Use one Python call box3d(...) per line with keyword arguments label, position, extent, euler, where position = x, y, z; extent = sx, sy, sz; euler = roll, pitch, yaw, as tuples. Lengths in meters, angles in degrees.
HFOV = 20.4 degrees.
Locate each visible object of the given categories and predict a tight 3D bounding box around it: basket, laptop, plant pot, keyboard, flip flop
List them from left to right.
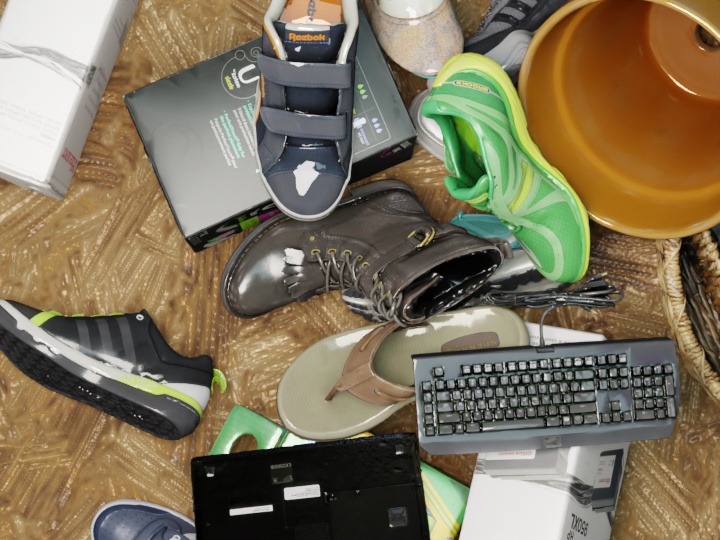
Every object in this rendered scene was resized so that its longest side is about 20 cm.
box3d(label="laptop", position=(-0.031, 0.242, 1.510), extent=(0.175, 0.104, 0.202), euler=(-7, 61, -2))
box3d(label="flip flop", position=(0.030, 0.071, 1.500), extent=(0.198, 0.058, 0.082), euler=(-14, 73, 6))
box3d(label="keyboard", position=(0.136, 0.067, 1.477), extent=(0.198, 0.021, 0.128), euler=(-4, 80, -7))
box3d(label="plant pot", position=(0.249, -0.154, 1.556), extent=(0.199, 0.183, 0.202), euler=(16, 124, 24))
box3d(label="basket", position=(0.323, 0.031, 1.584), extent=(0.142, 0.149, 0.201), euler=(-24, 89, -3))

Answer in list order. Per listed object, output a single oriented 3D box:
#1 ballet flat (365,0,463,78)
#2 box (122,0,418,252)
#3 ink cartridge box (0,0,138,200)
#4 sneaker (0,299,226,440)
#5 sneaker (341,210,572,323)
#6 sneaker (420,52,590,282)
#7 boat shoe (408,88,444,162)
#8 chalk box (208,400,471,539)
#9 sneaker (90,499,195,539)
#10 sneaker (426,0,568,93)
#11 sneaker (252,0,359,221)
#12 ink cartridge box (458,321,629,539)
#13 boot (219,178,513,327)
box3d(label="ballet flat", position=(0.029, -0.233, 1.572), extent=(0.068, 0.068, 0.201), euler=(-19, 47, -5))
box3d(label="box", position=(-0.068, -0.113, 1.577), extent=(0.199, 0.149, 0.125), euler=(-24, 87, -3))
box3d(label="ink cartridge box", position=(-0.242, -0.166, 1.574), extent=(0.084, 0.146, 0.202), euler=(19, 87, -2))
box3d(label="sneaker", position=(-0.205, 0.065, 1.618), extent=(0.199, 0.072, 0.083), euler=(28, 63, -2))
box3d(label="sneaker", position=(0.081, -0.005, 1.626), extent=(0.198, 0.078, 0.080), euler=(-12, 60, 1))
box3d(label="sneaker", position=(0.105, -0.067, 1.523), extent=(0.084, 0.074, 0.201), euler=(-44, 111, -28))
box3d(label="boat shoe", position=(0.134, -0.103, 1.622), extent=(0.198, 0.069, 0.071), euler=(19, 88, -1))
box3d(label="chalk box", position=(-0.026, 0.179, 1.579), extent=(0.199, 0.124, 0.126), euler=(27, 87, -1))
box3d(label="sneaker", position=(-0.129, 0.249, 1.580), extent=(0.199, 0.109, 0.070), euler=(34, 86, 0))
box3d(label="sneaker", position=(0.114, -0.213, 1.611), extent=(0.199, 0.076, 0.114), euler=(-29, 81, -26))
box3d(label="sneaker", position=(-0.041, -0.139, 1.466), extent=(0.078, 0.079, 0.202), euler=(0, 88, -2))
box3d(label="ink cartridge box", position=(0.148, 0.157, 1.552), extent=(0.084, 0.145, 0.202), euler=(9, 77, 23))
box3d(label="boot", position=(0.000, 0.000, 1.535), extent=(0.199, 0.174, 0.070), euler=(-29, 119, -10))
